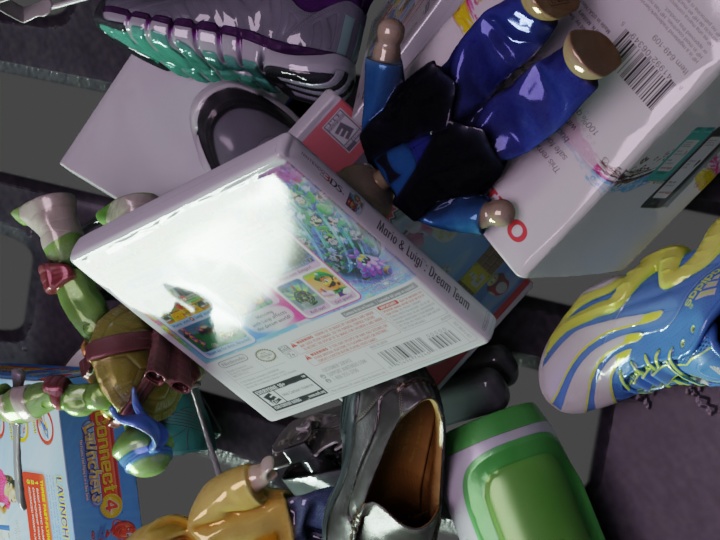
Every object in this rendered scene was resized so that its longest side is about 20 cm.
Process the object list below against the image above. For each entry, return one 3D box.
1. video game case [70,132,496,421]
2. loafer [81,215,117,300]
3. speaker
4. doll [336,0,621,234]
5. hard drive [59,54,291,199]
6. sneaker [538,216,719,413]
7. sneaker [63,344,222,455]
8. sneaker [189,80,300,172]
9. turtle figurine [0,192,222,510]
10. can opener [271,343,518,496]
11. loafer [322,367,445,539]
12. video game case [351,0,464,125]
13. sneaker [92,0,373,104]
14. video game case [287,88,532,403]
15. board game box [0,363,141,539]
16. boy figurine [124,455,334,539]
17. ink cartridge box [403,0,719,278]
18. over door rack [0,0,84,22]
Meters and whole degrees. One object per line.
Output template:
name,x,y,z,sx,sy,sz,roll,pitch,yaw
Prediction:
video game case,-0.049,0.011,1.228,0.200,0.182,0.024,-23,36,42
loafer,-0.135,-0.050,1.482,0.200,0.068,0.071,-32,69,26
speaker,0.116,0.191,1.320,0.088,0.088,0.201,-27,77,29
doll,0.051,-0.087,1.150,0.200,0.048,0.137,-40,81,36
hard drive,-0.111,-0.130,1.444,0.132,0.025,0.200,30,85,33
sneaker,0.188,0.040,1.255,0.076,0.105,0.200,40,116,-17
sneaker,-0.131,0.072,1.472,0.200,0.083,0.121,-44,64,33
sneaker,-0.036,-0.040,1.355,0.075,0.114,0.200,-38,106,-4
turtle figurine,-0.178,0.056,1.371,0.143,0.200,0.195,-10,76,-3
can opener,0.025,0.109,1.408,0.200,0.053,0.067,-19,116,30
loafer,0.019,0.154,1.312,0.072,0.073,0.201,-141,48,-64
video game case,0.047,-0.180,1.304,0.018,0.200,0.143,33,112,-11
sneaker,-0.084,-0.174,1.393,0.199,0.074,0.088,16,77,20
video game case,0.000,0.000,1.305,0.143,0.200,0.017,-48,28,0
board game box,-0.232,0.171,1.505,0.196,0.056,0.201,-1,96,56
boy figurine,-0.072,0.183,1.393,0.199,0.064,0.125,-5,117,-2
ink cartridge box,0.145,-0.115,1.204,0.200,0.146,0.147,-47,68,24
over door rack,-0.156,-0.254,1.457,0.199,0.067,0.148,-6,66,13
